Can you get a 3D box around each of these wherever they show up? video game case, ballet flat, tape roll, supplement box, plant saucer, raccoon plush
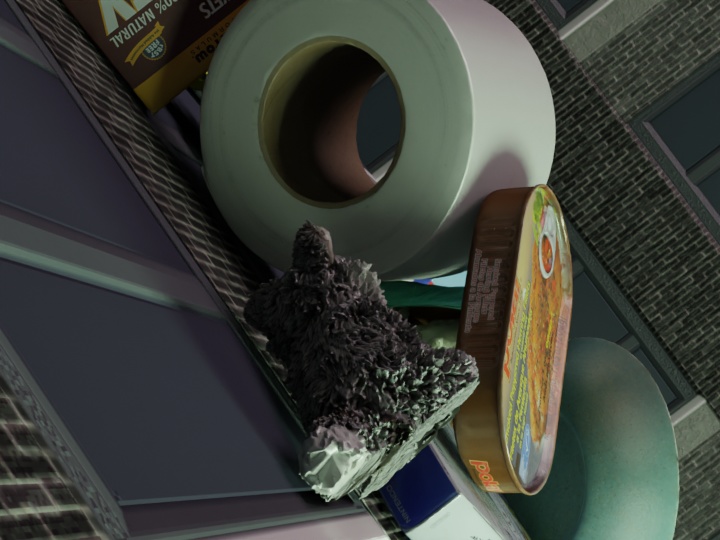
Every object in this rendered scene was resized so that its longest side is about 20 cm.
[{"bbox_3d":[0.045,0.126,1.223,0.181,0.045,0.200,48,7,-44],"label":"video game case"},{"bbox_3d":[0.045,0.044,1.337,0.070,0.199,0.068,-44,122,-47],"label":"ballet flat"},{"bbox_3d":[0.012,-0.093,1.290,0.203,0.202,0.139,54,22,16],"label":"tape roll"},{"bbox_3d":[-0.156,-0.243,1.374,0.201,0.132,0.197,52,4,-16],"label":"supplement box"},{"bbox_3d":[0.128,0.142,1.286,0.038,0.202,0.201,8,32,-32],"label":"plant saucer"},{"bbox_3d":[-0.016,0.038,1.023,0.134,0.097,0.200,46,3,10],"label":"raccoon plush"}]

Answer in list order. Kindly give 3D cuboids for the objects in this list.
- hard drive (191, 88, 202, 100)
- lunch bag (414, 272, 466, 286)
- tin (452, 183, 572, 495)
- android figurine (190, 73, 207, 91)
[{"bbox_3d":[-0.170,-0.230,1.684,0.200,0.042,0.135,51,10,-32],"label":"hard drive"},{"bbox_3d":[0.080,0.020,1.723,0.094,0.150,0.200,54,4,17],"label":"lunch bag"},{"bbox_3d":[0.094,0.040,1.206,0.112,0.041,0.202,63,32,-53],"label":"tin"},{"bbox_3d":[-0.077,-0.092,1.486,0.183,0.041,0.200,60,11,-21],"label":"android figurine"}]
